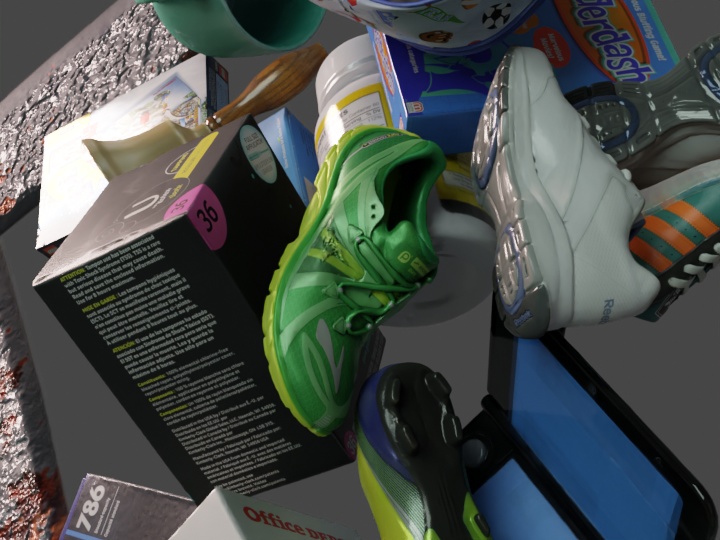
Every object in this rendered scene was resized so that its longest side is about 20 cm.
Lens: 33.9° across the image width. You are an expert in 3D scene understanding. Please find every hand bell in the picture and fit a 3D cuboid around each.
[{"bbox_3d":[-0.108,-0.115,0.931,0.199,0.104,0.104,-36,48,-8],"label":"hand bell"}]

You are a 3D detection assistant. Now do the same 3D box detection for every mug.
[{"bbox_3d":[-0.125,-0.269,1.031,0.114,0.184,0.154,4,77,39],"label":"mug"}]

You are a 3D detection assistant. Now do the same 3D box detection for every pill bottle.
[{"bbox_3d":[0.028,-0.070,0.856,0.114,0.114,0.201,-26,52,19],"label":"pill bottle"}]

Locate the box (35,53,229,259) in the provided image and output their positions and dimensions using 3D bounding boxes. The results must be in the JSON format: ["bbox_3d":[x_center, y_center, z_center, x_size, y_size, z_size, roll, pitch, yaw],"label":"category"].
[{"bbox_3d":[-0.210,-0.102,1.090,0.199,0.038,0.138,-23,53,23],"label":"box"}]

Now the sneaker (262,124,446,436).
[{"bbox_3d":[0.000,0.000,0.713,0.083,0.074,0.202,3,69,36],"label":"sneaker"}]

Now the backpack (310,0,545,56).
[{"bbox_3d":[0.043,-0.223,0.727,0.190,0.153,0.201,36,100,40],"label":"backpack"}]

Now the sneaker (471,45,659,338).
[{"bbox_3d":[0.115,-0.048,0.689,0.086,0.075,0.202,1,57,-10],"label":"sneaker"}]

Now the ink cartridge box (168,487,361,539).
[{"bbox_3d":[-0.026,0.236,0.688,0.084,0.144,0.200,-48,48,11],"label":"ink cartridge box"}]

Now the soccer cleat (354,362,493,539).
[{"bbox_3d":[0.038,0.156,0.704,0.084,0.064,0.202,137,126,-62],"label":"soccer cleat"}]

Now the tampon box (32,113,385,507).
[{"bbox_3d":[-0.091,0.028,0.795,0.125,0.201,0.150,-22,25,22],"label":"tampon box"}]

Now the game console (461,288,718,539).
[{"bbox_3d":[0.095,0.142,0.685,0.176,0.116,0.200,-43,48,5],"label":"game console"}]

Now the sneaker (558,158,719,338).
[{"bbox_3d":[0.196,-0.011,0.743,0.198,0.071,0.081,-20,72,20],"label":"sneaker"}]

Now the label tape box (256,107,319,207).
[{"bbox_3d":[-0.115,-0.019,0.958,0.199,0.063,0.145,-28,50,18],"label":"label tape box"}]

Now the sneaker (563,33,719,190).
[{"bbox_3d":[0.212,-0.095,0.769,0.198,0.087,0.075,-13,63,6],"label":"sneaker"}]

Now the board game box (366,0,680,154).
[{"bbox_3d":[0.111,-0.156,0.828,0.198,0.045,0.153,-7,53,-9],"label":"board game box"}]

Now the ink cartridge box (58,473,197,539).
[{"bbox_3d":[-0.171,0.212,0.881,0.198,0.039,0.100,3,67,37],"label":"ink cartridge box"}]
